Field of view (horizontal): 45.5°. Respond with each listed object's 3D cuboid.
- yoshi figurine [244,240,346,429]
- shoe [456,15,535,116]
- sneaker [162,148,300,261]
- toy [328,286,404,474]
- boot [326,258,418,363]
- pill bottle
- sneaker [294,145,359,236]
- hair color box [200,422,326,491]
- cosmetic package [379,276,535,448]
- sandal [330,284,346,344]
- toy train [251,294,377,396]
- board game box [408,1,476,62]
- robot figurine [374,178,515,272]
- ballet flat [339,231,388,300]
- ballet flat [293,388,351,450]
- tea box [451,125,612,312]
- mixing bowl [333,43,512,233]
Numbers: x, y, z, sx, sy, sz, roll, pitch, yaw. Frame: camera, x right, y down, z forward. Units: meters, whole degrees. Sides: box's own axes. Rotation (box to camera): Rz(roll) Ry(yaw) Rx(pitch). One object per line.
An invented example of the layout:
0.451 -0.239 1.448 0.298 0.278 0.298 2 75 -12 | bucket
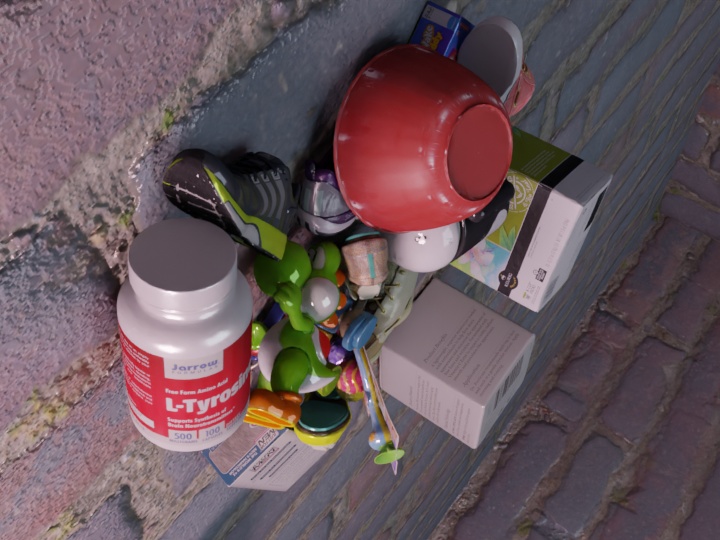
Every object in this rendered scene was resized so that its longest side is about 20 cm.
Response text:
-0.084 0.053 0.877 0.112 0.112 0.201 53 49 -58 | yoshi figurine
0.159 -0.228 0.983 0.091 0.071 0.200 -49 162 -27 | shoe
-0.105 -0.072 0.743 0.081 0.074 0.200 -66 166 -6 | sneaker
-0.005 0.133 1.004 0.047 0.200 0.115 -18 148 -11 | toy
0.024 0.032 1.151 0.200 0.072 0.155 -43 155 -46 | boot
-0.149 0.057 0.738 0.112 0.112 0.200 -41 153 -38 | pill bottle
0.010 -0.112 0.927 0.200 0.074 0.088 -37 146 -42 | sneaker
-0.112 0.225 1.096 0.100 0.061 0.200 -44 159 -1 | hair color box
0.157 0.154 1.431 0.165 0.200 0.165 -48 156 -26 | cosmetic package
-0.064 0.106 1.089 0.201 0.045 0.075 -61 158 5 | sandal
-0.073 0.105 0.967 0.201 0.115 0.085 -60 159 3 | toy train
0.104 -0.224 1.019 0.135 0.045 0.200 -64 158 13 | board game box
0.104 -0.081 1.059 0.200 0.125 0.150 -34 161 -38 | robot figurine
0.000 0.000 0.985 0.068 0.068 0.200 -13 177 -1 | ballet flat
-0.045 0.181 1.056 0.200 0.066 0.067 -81 178 -74 | ballet flat
0.239 -0.084 1.299 0.134 0.196 0.201 -36 149 -46 | tea box
0.082 -0.126 0.870 0.200 0.108 0.201 -13 110 -39 | mixing bowl
